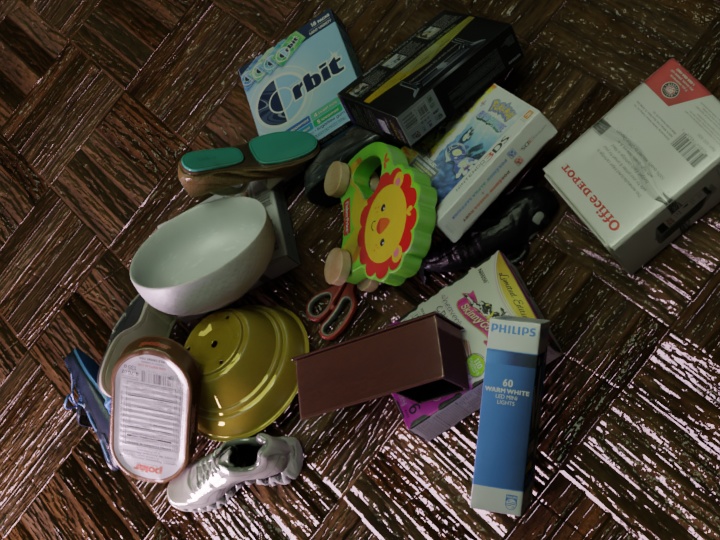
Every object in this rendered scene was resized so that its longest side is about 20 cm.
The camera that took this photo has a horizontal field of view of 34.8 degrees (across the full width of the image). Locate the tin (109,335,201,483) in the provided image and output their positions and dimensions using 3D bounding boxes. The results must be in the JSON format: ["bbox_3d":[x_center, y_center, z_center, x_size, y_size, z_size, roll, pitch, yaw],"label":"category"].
[{"bbox_3d":[-0.263,0.179,1.454,0.110,0.042,0.203,11,115,8],"label":"tin"}]

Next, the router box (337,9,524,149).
[{"bbox_3d":[0.088,-0.252,1.483,0.199,0.053,0.157,-40,33,-12],"label":"router box"}]

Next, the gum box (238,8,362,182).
[{"bbox_3d":[-0.076,-0.253,1.648,0.169,0.044,0.202,-30,57,16],"label":"gum box"}]

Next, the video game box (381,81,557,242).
[{"bbox_3d":[0.130,-0.148,1.435,0.182,0.047,0.200,-46,30,3],"label":"video game box"}]

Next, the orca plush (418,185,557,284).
[{"bbox_3d":[0.141,-0.058,1.414,0.198,0.071,0.107,-13,63,26],"label":"orca plush"}]

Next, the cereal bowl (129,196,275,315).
[{"bbox_3d":[-0.200,-0.008,1.518,0.197,0.084,0.201,-17,33,11],"label":"cereal bowl"}]

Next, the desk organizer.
[{"bbox_3d":[0.023,0.119,1.333,0.198,0.072,0.078,-19,63,26],"label":"desk organizer"}]

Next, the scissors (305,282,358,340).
[{"bbox_3d":[0.000,0.000,1.511,0.073,0.014,0.201,36,88,39],"label":"scissors"}]

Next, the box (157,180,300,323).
[{"bbox_3d":[-0.189,-0.036,1.621,0.198,0.041,0.158,-27,57,17],"label":"box"}]

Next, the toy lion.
[{"bbox_3d":[0.028,-0.072,1.426,0.191,0.068,0.203,-35,49,49],"label":"toy lion"}]

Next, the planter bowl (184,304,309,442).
[{"bbox_3d":[-0.171,0.113,1.495,0.198,0.084,0.203,-18,50,22],"label":"planter bowl"}]

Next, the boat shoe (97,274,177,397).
[{"bbox_3d":[-0.302,0.094,1.544,0.062,0.073,0.201,-21,34,43],"label":"boat shoe"}]

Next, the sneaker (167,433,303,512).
[{"bbox_3d":[-0.172,0.251,1.459,0.198,0.081,0.076,-24,60,21],"label":"sneaker"}]

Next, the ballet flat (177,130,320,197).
[{"bbox_3d":[-0.151,-0.138,1.562,0.197,0.073,0.068,-15,50,-18],"label":"ballet flat"}]

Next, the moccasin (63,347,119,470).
[{"bbox_3d":[-0.373,0.192,1.603,0.068,0.080,0.200,-43,53,4],"label":"moccasin"}]

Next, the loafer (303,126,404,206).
[{"bbox_3d":[0.002,-0.169,1.550,0.198,0.073,0.073,-29,52,15],"label":"loafer"}]

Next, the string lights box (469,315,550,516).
[{"bbox_3d":[0.163,0.153,1.245,0.058,0.103,0.203,6,92,15],"label":"string lights box"}]

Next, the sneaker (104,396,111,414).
[{"bbox_3d":[-0.300,0.151,1.561,0.075,0.105,0.202,-32,56,17],"label":"sneaker"}]

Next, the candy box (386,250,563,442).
[{"bbox_3d":[0.122,0.091,1.366,0.199,0.061,0.137,-35,55,12],"label":"candy box"}]

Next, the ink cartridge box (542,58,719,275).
[{"bbox_3d":[0.334,-0.118,1.320,0.199,0.083,0.147,-40,54,9],"label":"ink cartridge box"}]
